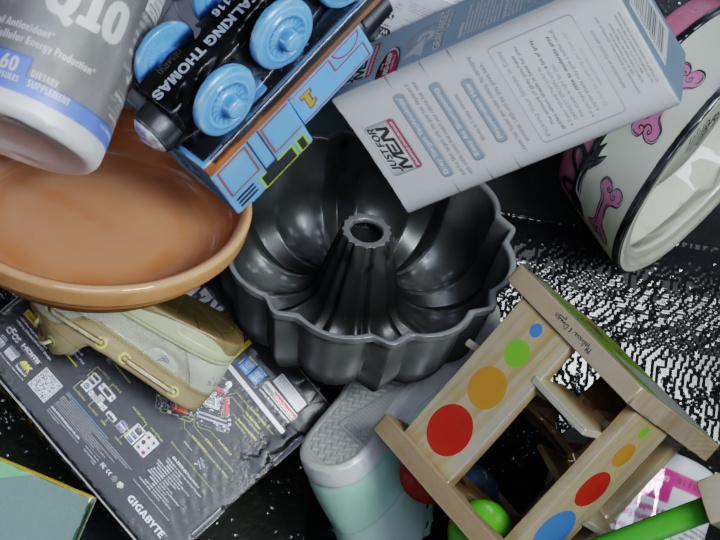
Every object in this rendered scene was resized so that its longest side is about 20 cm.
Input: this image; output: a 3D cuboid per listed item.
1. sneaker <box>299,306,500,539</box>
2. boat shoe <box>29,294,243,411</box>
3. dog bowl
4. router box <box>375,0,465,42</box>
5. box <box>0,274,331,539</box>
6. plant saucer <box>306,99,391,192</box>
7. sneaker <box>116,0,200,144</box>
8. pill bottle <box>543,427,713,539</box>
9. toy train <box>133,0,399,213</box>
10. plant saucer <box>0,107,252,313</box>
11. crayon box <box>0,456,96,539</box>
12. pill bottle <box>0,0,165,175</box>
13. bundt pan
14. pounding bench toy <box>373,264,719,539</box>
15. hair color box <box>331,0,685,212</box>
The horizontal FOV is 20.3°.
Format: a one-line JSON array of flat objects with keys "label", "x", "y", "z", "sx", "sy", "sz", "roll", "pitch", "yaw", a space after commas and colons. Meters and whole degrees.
[{"label": "sneaker", "x": 0.035, "y": 0.110, "z": 1.362, "sx": 0.073, "sy": 0.119, "sz": 0.200, "roll": 15, "pitch": 45, "yaw": 34}, {"label": "boat shoe", "x": -0.175, "y": 0.025, "z": 1.280, "sx": 0.199, "sy": 0.074, "sz": 0.067, "roll": 28, "pitch": 104, "yaw": 3}, {"label": "dog bowl", "x": 0.214, "y": -0.098, "z": 1.355, "sx": 0.074, "sy": 0.200, "sz": 0.200, "roll": 41, "pitch": 77, "yaw": 19}, {"label": "router box", "x": 0.033, "y": -0.220, "z": 1.354, "sx": 0.198, "sy": 0.049, "sz": 0.180, "roll": 21, "pitch": 40, "yaw": -3}, {"label": "box", "x": -0.140, "y": 0.073, "z": 1.339, "sx": 0.160, "sy": 0.049, "sz": 0.200, "roll": -41, "pitch": 90, "yaw": -15}, {"label": "plant saucer", "x": 0.020, "y": -0.157, "z": 1.403, "sx": 0.199, "sy": 0.039, "sz": 0.203, "roll": 1, "pitch": 82, "yaw": -8}, {"label": "sneaker", "x": -0.119, "y": -0.171, "z": 1.346, "sx": 0.114, "sy": 0.075, "sz": 0.202, "roll": -8, "pitch": 108, "yaw": -15}, {"label": "pill bottle", "x": 0.158, "y": 0.216, "z": 1.333, "sx": 0.112, "sy": 0.113, "sz": 0.202, "roll": 19, "pitch": 79, "yaw": -6}, {"label": "toy train", "x": -0.053, "y": -0.137, "z": 1.224, "sx": 0.200, "sy": 0.114, "sz": 0.087, "roll": -47, "pitch": 56, "yaw": -8}, {"label": "plant saucer", "x": -0.167, "y": -0.036, "z": 1.245, "sx": 0.198, "sy": 0.038, "sz": 0.201, "roll": 6, "pitch": 36, "yaw": -5}, {"label": "crayon box", "x": -0.268, "y": 0.129, "z": 1.269, "sx": 0.198, "sy": 0.126, "sz": 0.052, "roll": 24, "pitch": 79, "yaw": -5}, {"label": "pill bottle", "x": -0.176, "y": -0.170, "z": 1.216, "sx": 0.113, "sy": 0.114, "sz": 0.202, "roll": 21, "pitch": 77, "yaw": -6}, {"label": "bundt pan", "x": 0.000, "y": 0.000, "z": 1.323, "sx": 0.200, "sy": 0.076, "sz": 0.203, "roll": 5, "pitch": 44, "yaw": -5}, {"label": "pounding bench toy", "x": 0.130, "y": 0.132, "z": 1.236, "sx": 0.156, "sy": 0.124, "sz": 0.200, "roll": -48, "pitch": 53, "yaw": 6}, {"label": "hair color box", "x": 0.093, "y": -0.121, "z": 1.262, "sx": 0.199, "sy": 0.061, "sz": 0.099, "roll": -21, "pitch": 120, "yaw": 26}]
